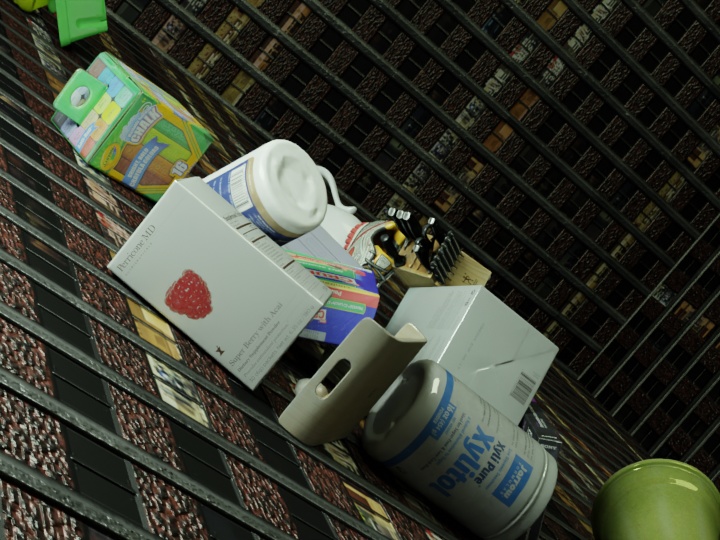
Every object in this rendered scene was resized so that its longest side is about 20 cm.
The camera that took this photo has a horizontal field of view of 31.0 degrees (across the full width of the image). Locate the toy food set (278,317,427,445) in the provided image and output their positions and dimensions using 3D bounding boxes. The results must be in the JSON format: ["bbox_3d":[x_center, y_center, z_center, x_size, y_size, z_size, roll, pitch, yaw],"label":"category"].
[{"bbox_3d":[-0.008,0.110,1.391,0.060,0.144,0.200,41,7,12],"label":"toy food set"}]

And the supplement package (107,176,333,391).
[{"bbox_3d":[-0.145,0.011,1.374,0.200,0.121,0.120,40,7,0],"label":"supplement package"}]

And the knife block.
[{"bbox_3d":[0.085,-0.011,1.821,0.175,0.064,0.200,35,-18,-9],"label":"knife block"}]

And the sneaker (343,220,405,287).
[{"bbox_3d":[0.000,0.000,1.831,0.082,0.201,0.078,-15,-51,45],"label":"sneaker"}]

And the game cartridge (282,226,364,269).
[{"bbox_3d":[-0.087,-0.006,1.797,0.200,0.129,0.039,45,-18,37],"label":"game cartridge"}]

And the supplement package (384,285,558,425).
[{"bbox_3d":[0.129,0.124,1.748,0.150,0.152,0.200,38,-17,-20],"label":"supplement package"}]

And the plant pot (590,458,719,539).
[{"bbox_3d":[0.441,0.405,1.873,0.200,0.201,0.184,39,18,-9],"label":"plant pot"}]

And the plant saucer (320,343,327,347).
[{"bbox_3d":[-0.069,0.057,1.883,0.200,0.032,0.200,39,6,-5],"label":"plant saucer"}]

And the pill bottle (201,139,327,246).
[{"bbox_3d":[-0.143,-0.064,1.501,0.111,0.199,0.112,28,50,-40],"label":"pill bottle"}]

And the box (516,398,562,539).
[{"bbox_3d":[0.213,0.256,1.695,0.036,0.144,0.200,10,10,-6],"label":"box"}]

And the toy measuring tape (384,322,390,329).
[{"bbox_3d":[0.054,0.108,1.899,0.073,0.074,0.200,41,35,7],"label":"toy measuring tape"}]

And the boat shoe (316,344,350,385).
[{"bbox_3d":[0.028,0.157,1.626,0.200,0.062,0.072,43,17,25],"label":"boat shoe"}]

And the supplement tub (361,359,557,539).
[{"bbox_3d":[0.112,0.207,1.482,0.200,0.132,0.132,37,7,-15],"label":"supplement tub"}]

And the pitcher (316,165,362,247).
[{"bbox_3d":[-0.062,-0.070,1.980,0.199,0.172,0.121,28,-14,38],"label":"pitcher"}]

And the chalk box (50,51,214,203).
[{"bbox_3d":[-0.322,-0.199,1.753,0.124,0.125,0.200,45,9,38],"label":"chalk box"}]

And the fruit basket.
[{"bbox_3d":[-0.579,-0.507,2.426,0.214,0.157,0.216,-2,19,1],"label":"fruit basket"}]

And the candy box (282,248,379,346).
[{"bbox_3d":[-0.068,0.030,1.615,0.168,0.078,0.200,13,10,-4],"label":"candy box"}]
